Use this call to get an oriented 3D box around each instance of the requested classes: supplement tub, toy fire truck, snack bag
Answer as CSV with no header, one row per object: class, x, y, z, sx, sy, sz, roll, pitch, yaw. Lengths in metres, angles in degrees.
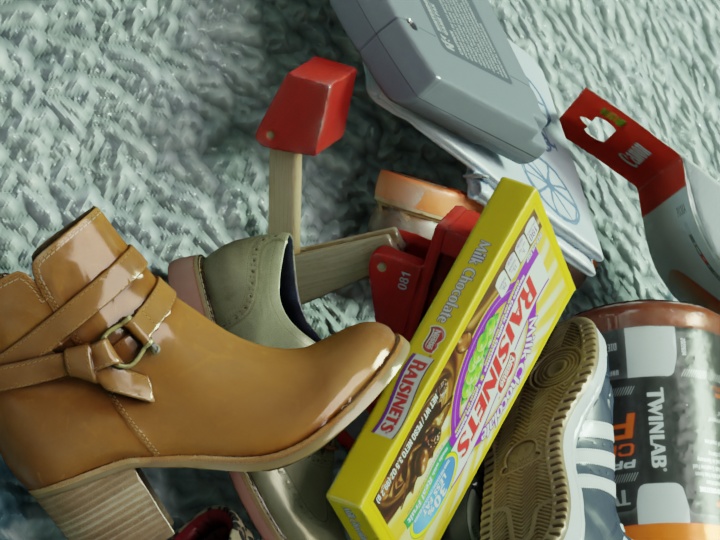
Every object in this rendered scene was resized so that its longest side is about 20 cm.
supplement tub,0.164,0.124,1.619,0.107,0.107,0.200,20,59,-45
toy fire truck,0.000,0.000,1.551,0.049,0.141,0.200,-42,150,-67
snack bag,0.056,-0.104,1.662,0.200,0.021,0.189,34,28,-35

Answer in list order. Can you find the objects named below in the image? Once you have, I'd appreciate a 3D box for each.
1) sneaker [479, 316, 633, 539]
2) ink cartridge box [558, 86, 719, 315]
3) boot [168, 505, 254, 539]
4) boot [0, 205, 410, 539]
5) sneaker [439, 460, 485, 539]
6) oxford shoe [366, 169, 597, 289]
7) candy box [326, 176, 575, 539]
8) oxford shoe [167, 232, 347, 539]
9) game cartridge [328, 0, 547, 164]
sneaker,0.119,0.123,1.551,0.109,0.070,0.200,51,31,-28
ink cartridge box,0.193,-0.022,1.727,0.200,0.162,0.050,35,83,0
boot,-0.065,0.225,1.416,0.151,0.073,0.200,57,38,-21
boot,-0.090,0.035,1.400,0.155,0.200,0.077,60,-5,-6
sneaker,0.056,0.131,1.602,0.076,0.079,0.200,67,20,-1
oxford shoe,0.066,-0.006,1.678,0.200,0.071,0.073,16,93,-49
candy box,0.050,0.060,1.485,0.200,0.026,0.102,-60,153,-22
oxford shoe,-0.035,0.075,1.472,0.071,0.074,0.200,25,43,-78
game cartridge,0.026,-0.155,1.614,0.133,0.040,0.200,28,31,-49
